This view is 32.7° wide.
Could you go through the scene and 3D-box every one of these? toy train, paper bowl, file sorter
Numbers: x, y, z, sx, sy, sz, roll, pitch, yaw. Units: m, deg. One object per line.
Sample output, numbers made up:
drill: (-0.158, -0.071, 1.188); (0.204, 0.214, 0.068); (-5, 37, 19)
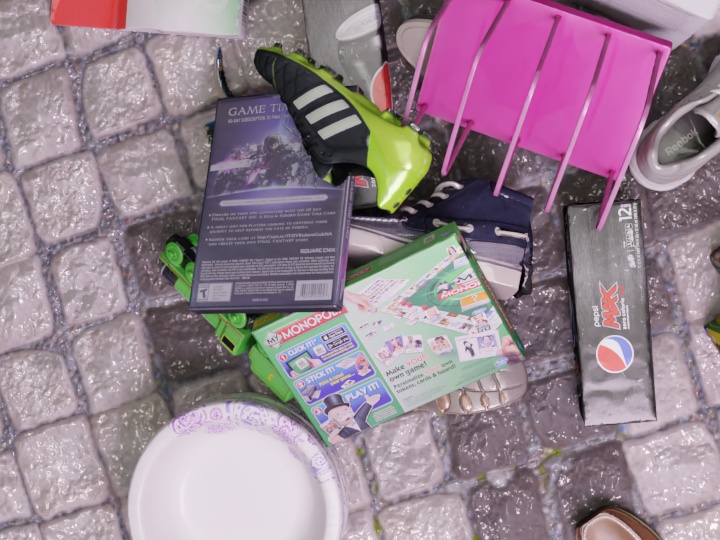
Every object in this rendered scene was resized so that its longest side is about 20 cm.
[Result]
toy train: (-0.118, 0.043, 1.154); (0.200, 0.042, 0.057); (43, 129, 18)
paper bowl: (-0.109, 0.215, 1.147); (0.198, 0.104, 0.203); (0, 92, 5)
file sorter: (0.142, -0.141, 1.050); (0.198, 0.126, 0.140); (20, 129, 6)

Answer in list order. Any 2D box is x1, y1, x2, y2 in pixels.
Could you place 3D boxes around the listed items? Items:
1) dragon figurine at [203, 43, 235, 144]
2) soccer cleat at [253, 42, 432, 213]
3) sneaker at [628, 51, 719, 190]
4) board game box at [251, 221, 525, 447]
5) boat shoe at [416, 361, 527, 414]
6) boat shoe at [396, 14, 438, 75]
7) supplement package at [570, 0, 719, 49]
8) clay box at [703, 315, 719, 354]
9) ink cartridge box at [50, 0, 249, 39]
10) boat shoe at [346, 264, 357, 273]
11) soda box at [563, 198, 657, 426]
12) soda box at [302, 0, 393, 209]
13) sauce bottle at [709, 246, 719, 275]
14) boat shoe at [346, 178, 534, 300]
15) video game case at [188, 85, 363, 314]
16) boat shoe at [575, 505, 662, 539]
dragon figurine: (-0.091, -0.114, 1.148); (0.098, 0.059, 0.202); (-6, 72, 6)
soccer cleat: (-0.028, -0.123, 1.028); (0.199, 0.067, 0.081); (37, 98, 28)
sneaker: (0.327, -0.148, 1.092); (0.076, 0.092, 0.200); (43, 96, 2)
board game box: (0.024, 0.059, 1.063); (0.199, 0.029, 0.135); (-25, 112, 15)
boat shoe: (0.057, 0.094, 1.141); (0.198, 0.073, 0.075); (1, 90, 12)
boat shoe: (0.133, -0.202, 1.139); (0.198, 0.073, 0.063); (17, 51, 10)
supplement package: (0.255, -0.270, 1.040); (0.113, 0.200, 0.110); (26, 96, 3)
clay box: (0.357, 0.093, 1.045); (0.047, 0.200, 0.116); (-31, 89, 6)
ink cartridge box: (-0.200, -0.308, 1.164); (0.198, 0.050, 0.163); (5, 93, 4)
boat shoe: (0.000, 0.000, 1.142); (0.198, 0.074, 0.066); (-11, 87, 7)
soda box: (0.228, 0.037, 1.125); (0.070, 0.063, 0.202); (-4, 91, 7)
soda box: (-0.006, -0.158, 1.134); (0.070, 0.063, 0.202); (-8, 92, 6)
sauce bottle: (0.409, -0.053, 1.102); (0.200, 0.065, 0.065); (-39, 88, 6)
boat shoe: (0.061, -0.041, 1.089); (0.198, 0.075, 0.094); (14, 75, -5)
video game case: (-0.073, -0.062, 1.071); (0.141, 0.019, 0.202); (-2, 71, 23)
boat shoe: (0.274, 0.307, 1.126); (0.075, 0.074, 0.201); (-38, 88, 6)
